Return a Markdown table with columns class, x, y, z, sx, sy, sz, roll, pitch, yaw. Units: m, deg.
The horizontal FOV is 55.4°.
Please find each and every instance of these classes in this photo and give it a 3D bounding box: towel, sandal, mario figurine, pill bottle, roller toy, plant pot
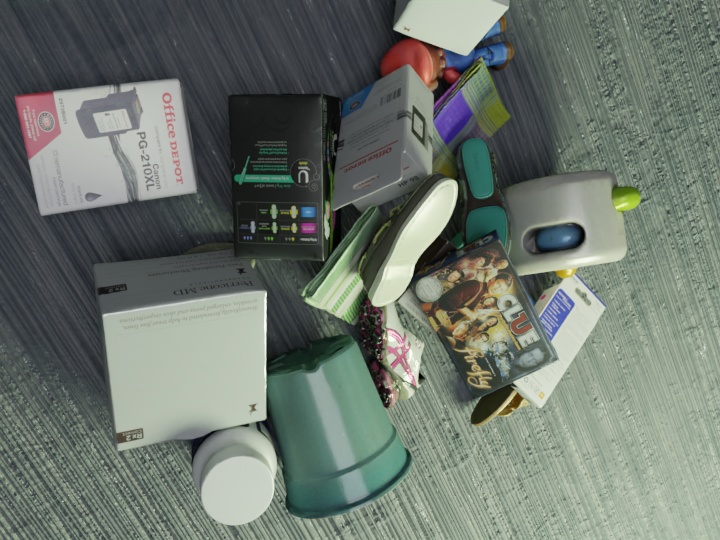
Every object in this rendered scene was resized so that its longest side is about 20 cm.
| class | x | y | z | sx | sy | sz | roll | pitch | yaw |
| --- | --- | --- | --- | --- | --- | --- | --- | --- | --- |
| towel | 0.000 | 0.000 | 0.962 | 0.023 | 0.200 | 0.153 | 38 | 90 | 23 |
| sandal | 0.270 | 0.185 | 1.115 | 0.069 | 0.078 | 0.213 | 38 | 85 | -13 |
| mario figurine | 0.114 | -0.308 | 0.986 | 0.197 | 0.107 | 0.125 | -20 | 63 | -19 |
| pill bottle | -0.176 | 0.254 | 0.946 | 0.113 | 0.200 | 0.119 | -3 | 102 | -13 |
| towel | 0.132 | -0.190 | 0.992 | 0.201 | 0.023 | 0.144 | -48 | 143 | -1 |
| roller toy | 0.291 | -0.060 | 1.006 | 0.179 | 0.199 | 0.143 | -7 | 88 | -20 |
| plant pot | -0.046 | 0.212 | 0.986 | 0.197 | 0.200 | 0.200 | -20 | 99 | -10 |

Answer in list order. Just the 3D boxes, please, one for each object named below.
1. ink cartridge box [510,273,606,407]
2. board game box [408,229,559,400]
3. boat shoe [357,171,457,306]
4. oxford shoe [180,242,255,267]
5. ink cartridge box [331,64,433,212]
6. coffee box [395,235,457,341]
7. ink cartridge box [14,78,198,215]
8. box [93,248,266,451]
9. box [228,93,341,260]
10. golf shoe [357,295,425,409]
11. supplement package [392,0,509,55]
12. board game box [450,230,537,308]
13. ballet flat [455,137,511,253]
| class | x | y | z | sx | sy | sz | roll | pitch | yaw |
| --- | --- | --- | --- | --- | --- | --- | --- | --- | --- |
| ink cartridge box | 0.298 | 0.104 | 1.072 | 0.094 | 0.037 | 0.201 | 41 | 78 | -14 |
| board game box | 0.169 | 0.064 | 0.933 | 0.134 | 0.035 | 0.202 | -27 | 108 | 14 |
| boat shoe | 0.053 | -0.046 | 0.867 | 0.071 | 0.061 | 0.204 | -2 | 134 | -39 |
| oxford shoe | -0.241 | 0.019 | 0.960 | 0.197 | 0.076 | 0.058 | -26 | 150 | -17 |
| ink cartridge box | 0.031 | -0.157 | 0.893 | 0.114 | 0.203 | 0.067 | -20 | 139 | 32 |
| coffee box | 0.146 | 0.054 | 1.006 | 0.200 | 0.080 | 0.113 | 42 | 91 | -18 |
| ink cartridge box | -0.317 | -0.162 | 0.883 | 0.196 | 0.084 | 0.148 | -10 | 104 | -12 |
| box | -0.228 | 0.095 | 0.878 | 0.195 | 0.131 | 0.204 | -8 | 119 | -23 |
| box | -0.093 | -0.126 | 0.903 | 0.121 | 0.149 | 0.205 | 1 | 103 | 7 |
| golf shoe | 0.050 | 0.109 | 1.038 | 0.091 | 0.072 | 0.203 | -25 | 126 | -22 |
| supplement package | 0.123 | -0.412 | 0.894 | 0.115 | 0.117 | 0.204 | 13 | 72 | -17 |
| board game box | 0.180 | 0.054 | 1.081 | 0.152 | 0.045 | 0.201 | -42 | 108 | -3 |
| ballet flat | 0.175 | -0.086 | 0.979 | 0.073 | 0.074 | 0.205 | 2 | 77 | -15 |
